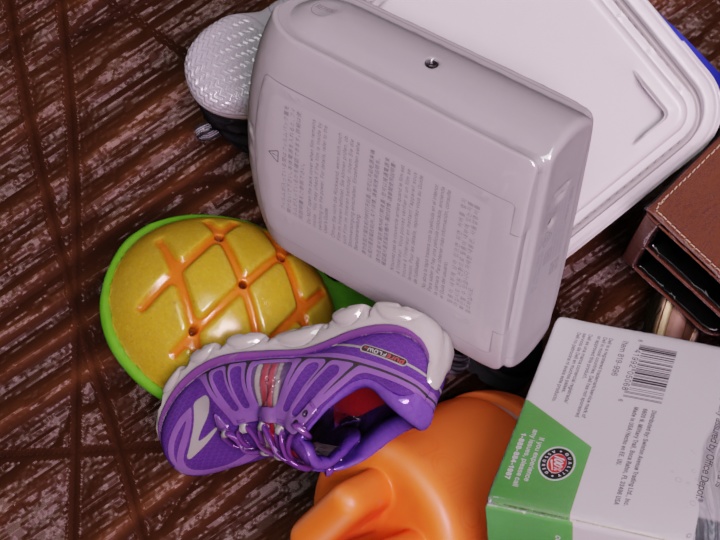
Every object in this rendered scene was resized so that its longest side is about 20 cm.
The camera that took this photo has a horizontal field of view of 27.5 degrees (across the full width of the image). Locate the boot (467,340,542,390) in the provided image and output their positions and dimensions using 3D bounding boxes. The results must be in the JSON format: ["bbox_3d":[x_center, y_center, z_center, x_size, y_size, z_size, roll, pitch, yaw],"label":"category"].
[{"bbox_3d":[0.100,-0.047,0.914,0.168,0.076,0.201,-37,73,34],"label":"boot"}]

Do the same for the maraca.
[{"bbox_3d":[-0.066,0.035,0.930,0.199,0.107,0.138,17,65,-12],"label":"maraca"}]

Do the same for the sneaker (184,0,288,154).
[{"bbox_3d":[-0.019,-0.133,0.956,0.199,0.114,0.076,-17,74,-13],"label":"sneaker"}]

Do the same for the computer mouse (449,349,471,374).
[{"bbox_3d":[0.000,0.000,0.915,0.034,0.059,0.200,-55,51,20],"label":"computer mouse"}]

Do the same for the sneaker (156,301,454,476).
[{"bbox_3d":[-0.041,0.080,0.825,0.200,0.081,0.084,-23,37,33],"label":"sneaker"}]

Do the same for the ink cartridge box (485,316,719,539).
[{"bbox_3d":[0.182,0.116,0.779,0.199,0.083,0.147,11,43,20],"label":"ink cartridge box"}]

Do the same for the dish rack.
[{"bbox_3d":[0.087,-0.109,0.844,0.172,0.044,0.200,-40,88,22],"label":"dish rack"}]

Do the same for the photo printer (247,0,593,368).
[{"bbox_3d":[0.022,-0.055,0.815,0.200,0.167,0.069,29,48,24],"label":"photo printer"}]

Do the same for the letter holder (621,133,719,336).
[{"bbox_3d":[0.278,-0.042,0.863,0.200,0.101,0.142,-44,78,-9],"label":"letter holder"}]

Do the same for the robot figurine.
[{"bbox_3d":[0.053,0.140,0.877,0.144,0.200,0.117,21,115,39],"label":"robot figurine"}]

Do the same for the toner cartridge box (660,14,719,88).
[{"bbox_3d":[0.144,-0.157,0.970,0.200,0.043,0.095,48,55,8],"label":"toner cartridge box"}]

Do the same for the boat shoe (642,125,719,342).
[{"bbox_3d":[0.235,-0.014,0.946,0.067,0.072,0.201,23,79,7],"label":"boat shoe"}]
